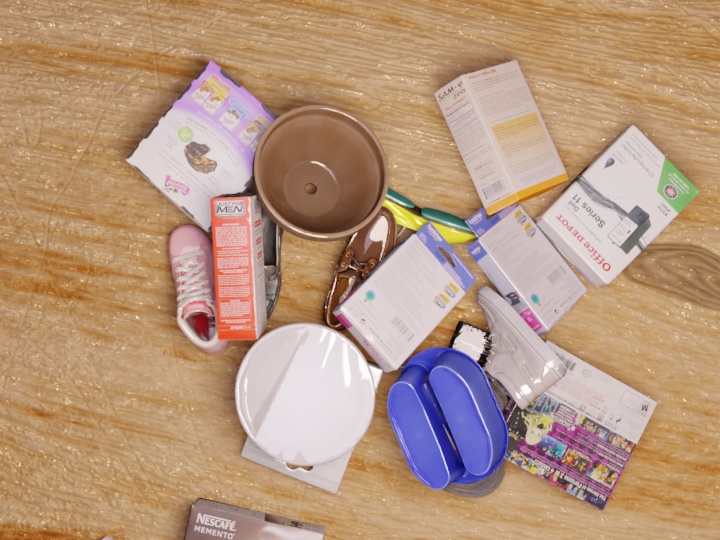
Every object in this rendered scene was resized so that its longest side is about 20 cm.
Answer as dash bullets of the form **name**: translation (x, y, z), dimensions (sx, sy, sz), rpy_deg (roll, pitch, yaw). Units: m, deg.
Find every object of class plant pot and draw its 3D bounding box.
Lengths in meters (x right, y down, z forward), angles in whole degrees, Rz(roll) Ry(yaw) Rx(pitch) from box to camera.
- **plant pot**: translation (-0.065, -0.133, 1.590), dimensions (0.199, 0.093, 0.203), rpy_deg (4, 76, -15)

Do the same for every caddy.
- **caddy**: translation (0.124, 0.209, 1.532), dimensions (0.140, 0.105, 0.201), rpy_deg (-23, 89, 20)

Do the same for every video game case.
- **video game case**: translation (0.309, 0.225, 1.587), dimensions (0.199, 0.036, 0.182), rpy_deg (28, 88, -9)

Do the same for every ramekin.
- **ramekin**: translation (-0.078, 0.173, 1.565), dimensions (0.200, 0.094, 0.204), rpy_deg (0, 91, 1)

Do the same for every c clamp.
- **c clamp**: translation (0.135, 0.234, 1.596), dimensions (0.169, 0.027, 0.202), rpy_deg (-2, 92, -2)

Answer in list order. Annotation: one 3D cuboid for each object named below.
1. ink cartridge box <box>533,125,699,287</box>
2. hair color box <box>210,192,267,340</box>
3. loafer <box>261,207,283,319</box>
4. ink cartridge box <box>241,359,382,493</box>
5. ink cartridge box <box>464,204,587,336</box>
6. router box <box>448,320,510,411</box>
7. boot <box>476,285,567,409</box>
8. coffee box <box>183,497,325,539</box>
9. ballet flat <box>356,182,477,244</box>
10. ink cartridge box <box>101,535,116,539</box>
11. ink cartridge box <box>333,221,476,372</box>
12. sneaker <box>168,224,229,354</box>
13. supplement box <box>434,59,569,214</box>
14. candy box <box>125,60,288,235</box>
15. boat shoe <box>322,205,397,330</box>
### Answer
- **ink cartridge box**: translation (0.380, -0.093, 1.630), dimensions (0.147, 0.083, 0.200), rpy_deg (45, 88, 2)
- **hair color box**: translation (-0.173, -0.008, 1.558), dimensions (0.061, 0.102, 0.202), rpy_deg (-1, 97, 3)
- **loafer**: translation (-0.151, -0.022, 1.634), dimensions (0.071, 0.063, 0.202), rpy_deg (7, 87, 0)
- **ink cartridge box**: translation (-0.072, 0.211, 1.636), dimensions (0.159, 0.047, 0.202), rpy_deg (21, 93, 0)
- **ink cartridge box**: translation (0.240, -0.013, 1.619), dimensions (0.119, 0.042, 0.201), rpy_deg (-37, 90, -39)
- **router box**: translation (0.213, 0.181, 1.630), dimensions (0.199, 0.051, 0.150), rpy_deg (23, 89, 1)
- **boot**: translation (0.202, 0.109, 1.557), dimensions (0.095, 0.074, 0.200), rpy_deg (-41, 45, 1)
- **coffee box**: translation (-0.161, 0.415, 1.602), dimensions (0.198, 0.080, 0.115), rpy_deg (14, 87, 0)
- **ballet flat**: translation (0.080, -0.073, 1.645), dimensions (0.199, 0.067, 0.067), rpy_deg (24, 108, 4)
- **ink cartridge box**: translation (-0.362, 0.523, 1.613), dimensions (0.160, 0.050, 0.201), rpy_deg (29, 85, 1)
- **ink cartridge box**: translation (0.067, 0.036, 1.573), dimensions (0.119, 0.042, 0.200), rpy_deg (48, 66, -7)
- **sneaker**: translation (-0.241, 0.025, 1.612), dimensions (0.075, 0.105, 0.202), rpy_deg (-15, 86, 1)
- **supplement box**: translation (0.210, -0.199, 1.614), dimensions (0.125, 0.073, 0.201), rpy_deg (-21, 86, -38)
- **candy box**: translation (-0.224, -0.182, 1.638), dimensions (0.168, 0.072, 0.200), rpy_deg (41, 87, 2)
- **boat shoe**: translation (-0.001, 0.000, 1.611), dimensions (0.072, 0.068, 0.201), rpy_deg (24, 100, 5)
